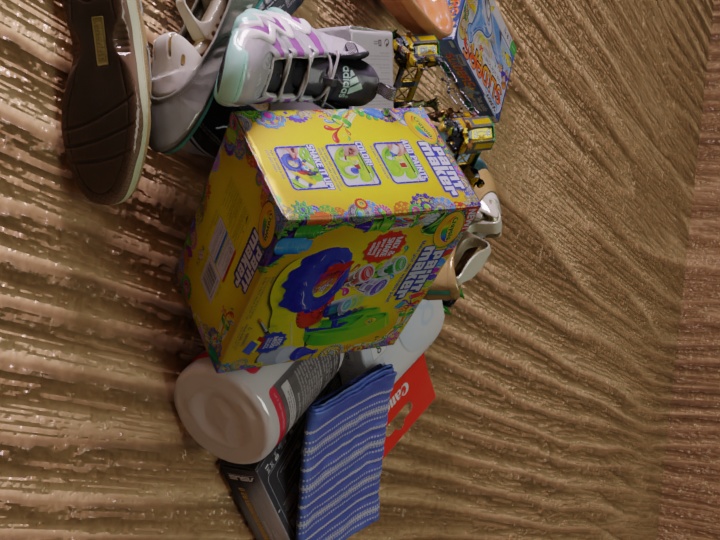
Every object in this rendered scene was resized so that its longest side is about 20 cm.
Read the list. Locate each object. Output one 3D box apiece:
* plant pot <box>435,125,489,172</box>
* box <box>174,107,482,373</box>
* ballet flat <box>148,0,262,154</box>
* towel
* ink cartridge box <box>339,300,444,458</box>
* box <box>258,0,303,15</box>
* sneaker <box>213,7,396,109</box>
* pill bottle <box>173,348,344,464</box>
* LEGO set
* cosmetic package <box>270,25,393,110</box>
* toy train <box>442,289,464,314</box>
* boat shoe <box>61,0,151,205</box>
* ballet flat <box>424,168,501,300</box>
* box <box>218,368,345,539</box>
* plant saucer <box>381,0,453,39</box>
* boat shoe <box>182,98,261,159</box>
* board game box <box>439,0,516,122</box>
[{"bbox_3d":[0.081,-0.090,1.295,0.200,0.134,0.202,-11,103,-60],"label":"plant pot"},{"bbox_3d":[-0.035,-0.029,0.936,0.191,0.123,0.201,-7,144,-32],"label":"box"},{"bbox_3d":[-0.144,-0.194,0.907,0.064,0.067,0.201,46,58,-41],"label":"ballet flat"},{"bbox_3d":[-0.015,0.207,1.123,0.144,0.024,0.202,-24,125,-51],"label":"towel"},{"bbox_3d":[0.045,0.113,1.226,0.160,0.047,0.202,-42,128,-42],"label":"ink cartridge box"},{"bbox_3d":[-0.092,-0.335,1.032,0.201,0.051,0.159,-58,141,-40],"label":"box"},{"bbox_3d":[-0.037,-0.167,0.903,0.200,0.139,0.078,-67,178,-64],"label":"sneaker"},{"bbox_3d":[-0.083,0.086,1.040,0.200,0.110,0.112,-47,133,-49],"label":"pill bottle"},{"bbox_3d":[0.043,-0.156,1.149,0.115,0.154,0.201,-9,62,-28],"label":"LEGO set"},{"bbox_3d":[-0.029,-0.144,1.105,0.081,0.112,0.202,-11,101,-54],"label":"cosmetic package"},{"bbox_3d":[0.103,0.026,1.378,0.042,0.056,0.200,-49,174,2],"label":"toy train"},{"bbox_3d":[-0.193,-0.155,0.860,0.076,0.071,0.202,-23,115,-76],"label":"boat shoe"},{"bbox_3d":[0.123,-0.036,1.182,0.201,0.063,0.069,-57,142,-35],"label":"ballet flat"},{"bbox_3d":[-0.063,0.188,1.153,0.201,0.048,0.159,-59,143,-40],"label":"box"},{"bbox_3d":[0.039,-0.347,1.212,0.200,0.037,0.201,48,25,-31],"label":"plant saucer"},{"bbox_3d":[-0.109,-0.125,1.006,0.200,0.067,0.072,41,58,-52],"label":"boat shoe"},{"bbox_3d":[0.165,-0.322,1.522,0.200,0.034,0.137,47,53,-53],"label":"board game box"}]
